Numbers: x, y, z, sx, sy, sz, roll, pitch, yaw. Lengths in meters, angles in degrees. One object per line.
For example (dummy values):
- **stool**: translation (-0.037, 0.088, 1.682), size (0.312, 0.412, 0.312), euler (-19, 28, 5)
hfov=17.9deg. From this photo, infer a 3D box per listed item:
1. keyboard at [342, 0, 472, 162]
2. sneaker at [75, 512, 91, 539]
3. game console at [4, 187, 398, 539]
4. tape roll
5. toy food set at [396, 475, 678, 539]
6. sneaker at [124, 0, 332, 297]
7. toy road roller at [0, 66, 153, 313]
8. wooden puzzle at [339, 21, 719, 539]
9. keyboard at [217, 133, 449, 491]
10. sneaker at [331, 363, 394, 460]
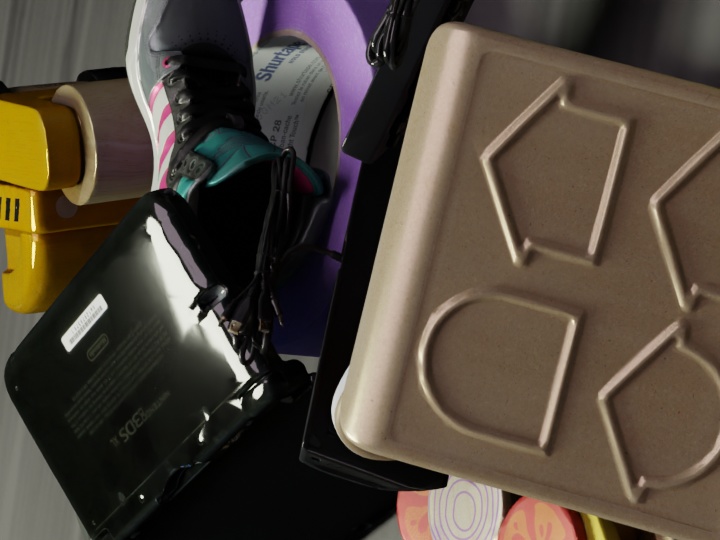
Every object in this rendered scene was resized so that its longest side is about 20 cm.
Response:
- **keyboard**: translation (0.043, -0.136, 1.002), size (0.021, 0.127, 0.201), euler (30, 113, 11)
- **sneaker**: translation (-0.124, 0.176, 1.345), size (0.082, 0.073, 0.202), euler (17, 105, 40)
- **game console**: translation (-0.065, 0.064, 1.156), size (0.177, 0.116, 0.200), euler (58, 137, 12)
- **tape roll**: translation (-0.021, -0.055, 1.215), size (0.200, 0.065, 0.202), euler (-14, 74, 55)
- **toy food set**: translation (0.076, 0.152, 1.044), size (0.200, 0.048, 0.199), euler (-51, 45, 40)
- **sneaker**: translation (-0.068, -0.068, 1.151), size (0.121, 0.083, 0.202), euler (-2, 90, 62)
- **toy road roller**: translation (-0.164, -0.045, 1.390), size (0.200, 0.122, 0.147), euler (11, 107, 59)
- **wooden puzzle**: translation (0.104, 0.008, 0.957), size (0.198, 0.046, 0.187), euler (16, 101, 12)
- **keyboard**: translation (0.000, 0.000, 1.073), size (0.021, 0.126, 0.201), euler (-37, 36, 57)
- **sneaker**: translation (0.050, -0.009, 1.048), size (0.200, 0.071, 0.113), euler (-48, 30, 3)
